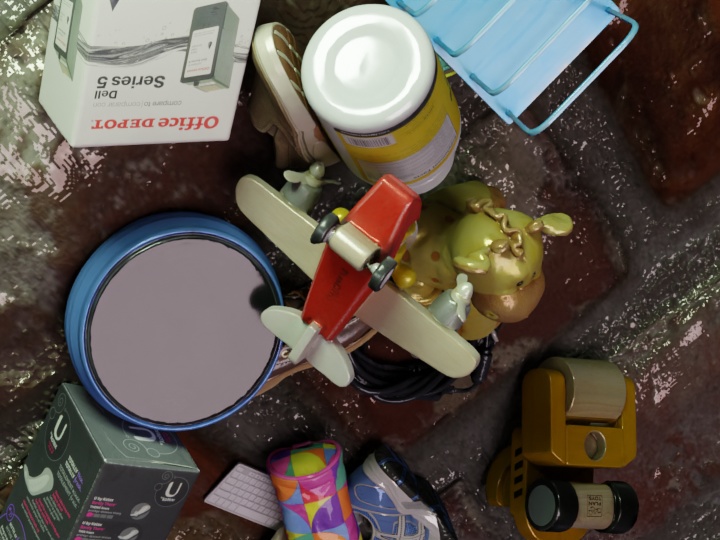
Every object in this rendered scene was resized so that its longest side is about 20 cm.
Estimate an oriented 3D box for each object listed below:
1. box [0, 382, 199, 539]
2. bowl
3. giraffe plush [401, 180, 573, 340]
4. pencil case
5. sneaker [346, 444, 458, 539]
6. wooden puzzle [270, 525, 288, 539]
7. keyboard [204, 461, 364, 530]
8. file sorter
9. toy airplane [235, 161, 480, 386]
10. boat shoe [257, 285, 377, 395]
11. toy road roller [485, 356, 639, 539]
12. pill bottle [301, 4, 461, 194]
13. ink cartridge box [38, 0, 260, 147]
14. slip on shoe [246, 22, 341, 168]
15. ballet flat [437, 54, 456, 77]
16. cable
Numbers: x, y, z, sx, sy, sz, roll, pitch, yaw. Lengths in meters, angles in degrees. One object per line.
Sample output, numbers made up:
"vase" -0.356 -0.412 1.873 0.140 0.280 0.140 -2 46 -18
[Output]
"box" -0.249 0.222 1.726 0.106 0.122 0.201 10 117 -37
"bowl" -0.160 0.049 1.664 0.199 0.039 0.202 -6 108 -19
"giraffe plush" 0.110 -0.013 1.720 0.200 0.162 0.173 49 66 -32
"pencil case" -0.038 0.267 1.902 0.088 0.088 0.201 -21 118 -18
"sneaker" 0.044 0.260 1.990 0.077 0.076 0.200 -34 129 9
"wooden puzzle" -0.058 0.362 2.014 0.199 0.037 0.185 17 115 -40
"keyboard" -0.076 0.245 1.936 0.200 0.011 0.056 29 104 -43
"file sorter" 0.114 -0.230 1.558 0.200 0.123 0.139 43 95 -15
"toy airplane" 0.000 0.000 1.613 0.141 0.198 0.201 -46 124 -39
"boat shoe" -0.062 0.055 1.755 0.199 0.070 0.071 -30 138 -9
"toy road roller" 0.209 0.197 2.028 0.122 0.146 0.201 7 82 -36
"pill bottle" 0.024 -0.135 1.588 0.112 0.112 0.200 -38 159 -1
"ink cartridge box" -0.162 -0.203 1.482 0.145 0.084 0.201 -5 125 -30
"slip on shoe" -0.068 -0.140 1.581 0.060 0.076 0.200 -13 160 8
"ballet flat" 0.122 -0.243 1.657 0.200 0.067 0.067 -50 163 8
"cable" 0.066 0.057 1.855 0.199 0.051 0.164 11 116 -37
